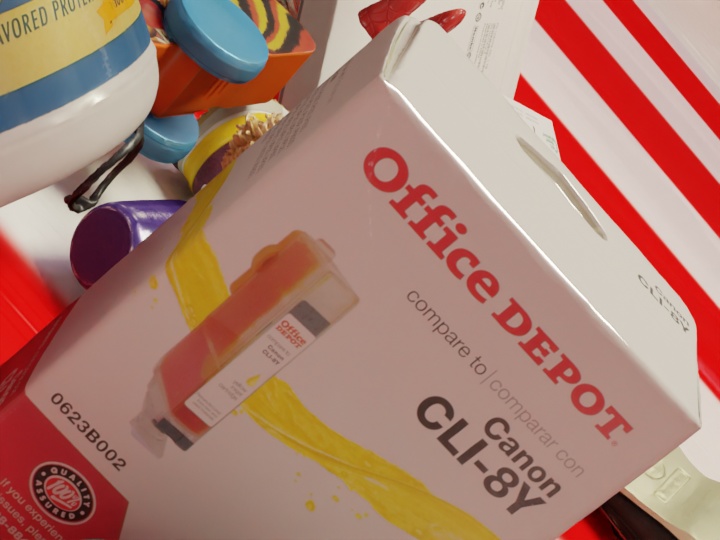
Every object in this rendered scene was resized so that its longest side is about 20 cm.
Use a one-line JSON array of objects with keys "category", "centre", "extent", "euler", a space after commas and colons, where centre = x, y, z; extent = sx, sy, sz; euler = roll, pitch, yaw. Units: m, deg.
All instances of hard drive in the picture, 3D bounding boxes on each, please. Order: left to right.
[{"category": "hard drive", "centre": [0.032, -0.127, 1.015], "extent": [0.027, 0.133, 0.200], "euler": [27, 24, 31]}]

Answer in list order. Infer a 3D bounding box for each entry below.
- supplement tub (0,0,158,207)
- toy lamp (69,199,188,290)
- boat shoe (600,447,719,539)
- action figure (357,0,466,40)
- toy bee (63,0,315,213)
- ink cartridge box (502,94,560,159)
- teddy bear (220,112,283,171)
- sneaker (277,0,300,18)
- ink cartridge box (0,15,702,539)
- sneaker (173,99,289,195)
[{"category": "supplement tub", "centre": [-0.155, -0.121, 0.531], "extent": [0.145, 0.144, 0.201], "euler": [-77, 151, -67]}, {"category": "toy lamp", "centre": [-0.048, 0.009, 0.764], "extent": [0.200, 0.058, 0.058], "euler": [17, 38, -57]}, {"category": "boat shoe", "centre": [0.161, 0.125, 1.023], "extent": [0.073, 0.063, 0.201], "euler": [-26, 61, -39]}, {"category": "action figure", "centre": [0.051, -0.019, 0.742], "extent": [0.065, 0.051, 0.201], "euler": [20, 54, -69]}, {"category": "toy bee", "centre": [-0.091, -0.106, 0.736], "extent": [0.109, 0.131, 0.200], "euler": [47, 5, 1]}, {"category": "ink cartridge box", "centre": [0.094, 0.013, 0.927], "extent": [0.099, 0.039, 0.201], "euler": [15, 60, -67]}, {"category": "teddy bear", "centre": [0.000, 0.000, 0.728], "extent": [0.200, 0.066, 0.146], "euler": [-18, 92, -63]}, {"category": "sneaker", "centre": [-0.003, -0.145, 1.111], "extent": [0.200, 0.082, 0.078], "euler": [41, 21, -28]}, {"category": "ink cartridge box", "centre": [-0.012, 0.040, 0.566], "extent": [0.145, 0.200, 0.083], "euler": [46, 19, -11]}, {"category": "sneaker", "centre": [-0.013, -0.030, 0.900], "extent": [0.200, 0.075, 0.090], "euler": [0, 53, -55]}]
